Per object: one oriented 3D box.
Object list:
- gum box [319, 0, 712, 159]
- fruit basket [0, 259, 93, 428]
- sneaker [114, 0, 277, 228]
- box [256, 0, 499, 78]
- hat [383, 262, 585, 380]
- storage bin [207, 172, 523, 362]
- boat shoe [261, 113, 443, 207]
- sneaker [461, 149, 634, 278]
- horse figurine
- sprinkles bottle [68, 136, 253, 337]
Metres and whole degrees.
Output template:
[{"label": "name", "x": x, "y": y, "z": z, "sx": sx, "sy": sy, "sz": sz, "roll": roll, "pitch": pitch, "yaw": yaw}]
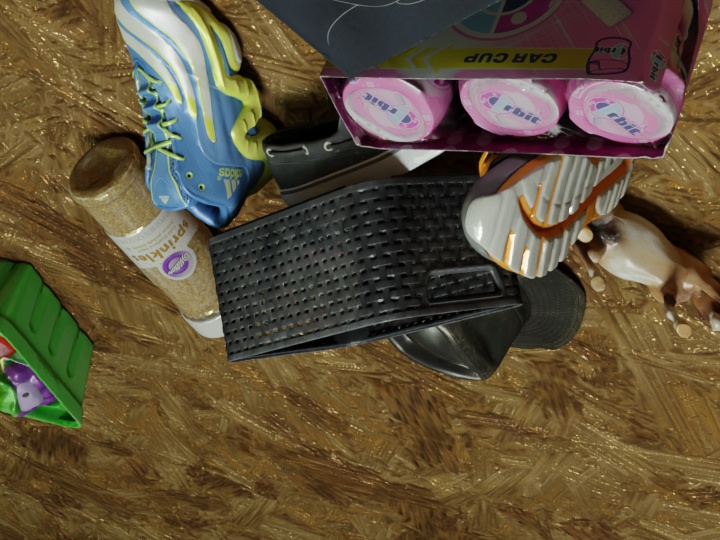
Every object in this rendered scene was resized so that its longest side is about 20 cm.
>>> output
[{"label": "gum box", "x": 0.092, "y": -0.128, "z": 0.805, "sx": 0.199, "sy": 0.114, "sz": 0.066, "roll": 5, "pitch": 148, "yaw": 29}, {"label": "fruit basket", "x": -0.387, "y": 0.110, "z": 1.475, "sx": 0.155, "sy": 0.217, "sz": 0.216, "roll": 9, "pitch": 149, "yaw": 24}, {"label": "sneaker", "x": -0.119, "y": -0.105, "z": 1.007, "sx": 0.075, "sy": 0.106, "sz": 0.200, "roll": 2, "pitch": 146, "yaw": 33}, {"label": "box", "x": 0.002, "y": -0.222, "z": 0.696, "sx": 0.200, "sy": 0.124, "sz": 0.196, "roll": 37, "pitch": 150, "yaw": -25}, {"label": "hat", "x": 0.073, "y": 0.034, "z": 1.135, "sx": 0.199, "sy": 0.081, "sz": 0.201, "roll": 16, "pitch": 151, "yaw": 9}, {"label": "storage bin", "x": 0.000, "y": 0.000, "z": 1.021, "sx": 0.135, "sy": 0.094, "sz": 0.199, "roll": -5, "pitch": 173, "yaw": -41}, {"label": "boat shoe", "x": 0.007, "y": -0.099, "z": 0.976, "sx": 0.199, "sy": 0.070, "sz": 0.066, "roll": -19, "pitch": 110, "yaw": 46}, {"label": "sneaker", "x": 0.102, "y": -0.055, "z": 0.871, "sx": 0.077, "sy": 0.200, "sz": 0.079, "roll": 24, "pitch": 115, "yaw": 21}, {"label": "horse figurine", "x": 0.181, "y": -0.008, "z": 0.979, "sx": 0.199, "sy": 0.133, "sz": 0.050, "roll": 28, "pitch": 108, "yaw": -10}, {"label": "sprinkles bottle", "x": -0.162, "y": -0.025, "z": 1.218, "sx": 0.068, "sy": 0.069, "sz": 0.200, "roll": 1, "pitch": 145, "yaw": 34}]
